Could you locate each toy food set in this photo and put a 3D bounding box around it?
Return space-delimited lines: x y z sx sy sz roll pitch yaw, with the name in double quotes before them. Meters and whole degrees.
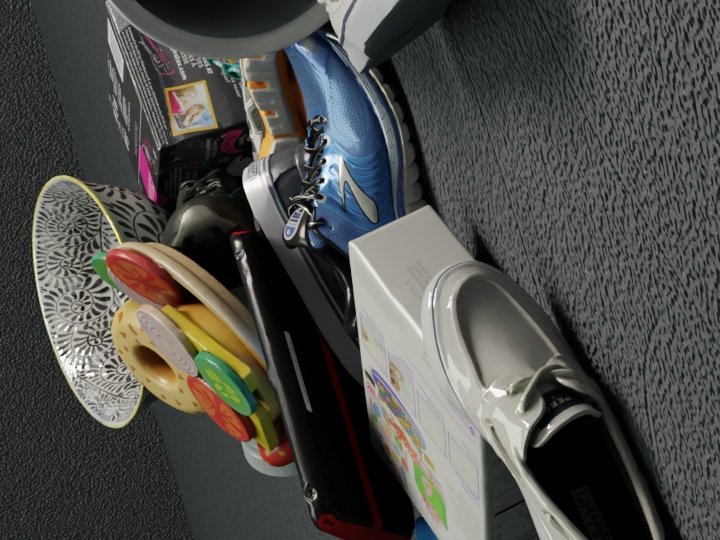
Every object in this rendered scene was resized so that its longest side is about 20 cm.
"toy food set" -0.109 0.056 1.407 0.200 0.049 0.198 37 159 29

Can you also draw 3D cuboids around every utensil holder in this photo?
"utensil holder" -0.094 -0.219 1.177 0.200 0.169 0.171 -139 31 -70

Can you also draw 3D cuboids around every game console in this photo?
"game console" -0.025 0.083 1.340 0.177 0.031 0.201 30 -141 -66

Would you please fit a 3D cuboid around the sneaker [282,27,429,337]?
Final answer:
"sneaker" -0.010 -0.052 1.255 0.079 0.089 0.201 167 84 -77

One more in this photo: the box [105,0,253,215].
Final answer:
"box" -0.128 -0.135 1.615 0.200 0.114 0.133 112 139 -72

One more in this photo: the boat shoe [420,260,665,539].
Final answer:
"boat shoe" 0.094 0.078 1.032 0.066 0.072 0.201 114 135 -68

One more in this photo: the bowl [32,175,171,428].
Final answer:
"bowl" -0.174 0.015 1.611 0.200 0.094 0.202 31 128 51

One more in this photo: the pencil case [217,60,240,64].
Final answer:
"pencil case" -0.127 -0.209 1.358 0.200 0.087 0.078 36 -169 -49

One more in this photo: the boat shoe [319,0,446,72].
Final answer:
"boat shoe" 0.007 -0.158 0.996 0.086 0.074 0.202 55 176 0

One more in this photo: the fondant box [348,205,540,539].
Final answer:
"fondant box" 0.058 0.082 1.200 0.144 0.058 0.201 53 159 36

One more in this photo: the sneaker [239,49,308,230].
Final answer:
"sneaker" -0.043 -0.105 1.391 0.077 0.078 0.201 -108 12 -48

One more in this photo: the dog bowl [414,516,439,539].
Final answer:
"dog bowl" 0.083 0.239 1.403 0.201 0.049 0.112 84 162 -48

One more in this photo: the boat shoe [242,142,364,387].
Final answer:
"boat shoe" 0.000 0.000 1.348 0.201 0.067 0.072 59 -159 -23

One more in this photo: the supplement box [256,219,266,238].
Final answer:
"supplement box" -0.012 0.043 1.486 0.067 0.068 0.201 152 96 -78

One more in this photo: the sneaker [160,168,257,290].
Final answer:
"sneaker" -0.114 -0.033 1.488 0.200 0.075 0.080 81 173 -81

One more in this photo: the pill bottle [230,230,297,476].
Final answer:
"pill bottle" -0.075 0.074 1.718 0.112 0.111 0.201 -123 18 -49

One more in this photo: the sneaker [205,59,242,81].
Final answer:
"sneaker" -0.094 -0.173 1.481 0.078 0.079 0.201 99 149 -67
